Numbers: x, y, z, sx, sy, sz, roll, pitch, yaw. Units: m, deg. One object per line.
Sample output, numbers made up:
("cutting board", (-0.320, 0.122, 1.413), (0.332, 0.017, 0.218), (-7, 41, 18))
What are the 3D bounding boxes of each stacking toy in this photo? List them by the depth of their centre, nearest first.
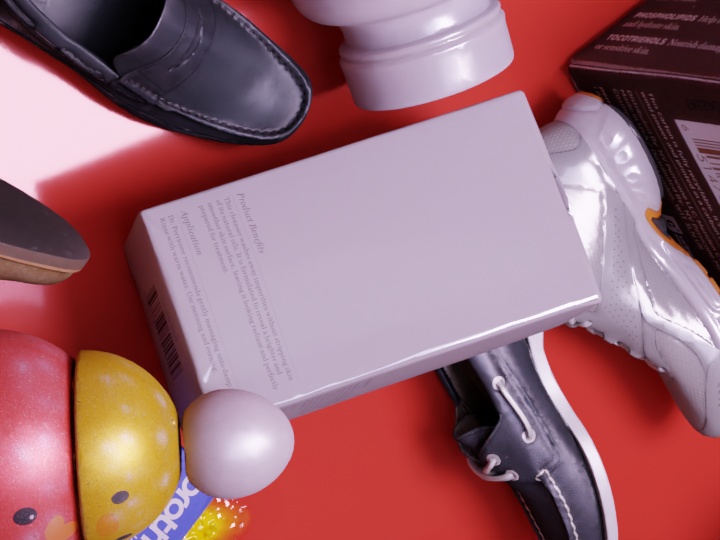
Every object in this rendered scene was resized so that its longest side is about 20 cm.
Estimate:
("stacking toy", (-0.129, 0.077, 1.118), (0.200, 0.146, 0.146), (-5, 101, 0))

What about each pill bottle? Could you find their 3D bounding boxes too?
("pill bottle", (0.008, -0.183, 1.213), (0.112, 0.112, 0.200), (-26, 109, -22))

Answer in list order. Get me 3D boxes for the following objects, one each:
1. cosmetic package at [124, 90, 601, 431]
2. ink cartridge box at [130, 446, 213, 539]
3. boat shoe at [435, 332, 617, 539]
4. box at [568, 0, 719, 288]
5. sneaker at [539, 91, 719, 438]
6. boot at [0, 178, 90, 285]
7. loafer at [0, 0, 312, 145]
("cosmetic package", (0.000, 0.000, 1.217), (0.200, 0.081, 0.113), (-16, 82, -15))
("ink cartridge box", (-0.163, 0.149, 1.210), (0.094, 0.044, 0.200), (43, 77, -28))
("boat shoe", (0.071, 0.071, 1.311), (0.060, 0.076, 0.200), (-26, 97, -23))
("box", (0.253, -0.092, 1.326), (0.200, 0.164, 0.166), (-38, 112, -18))
("sneaker", (0.129, 0.012, 1.337), (0.092, 0.076, 0.200), (-33, 104, -12))
("boot", (-0.222, -0.014, 1.153), (0.200, 0.074, 0.075), (12, 112, -26))
("loafer", (-0.103, -0.111, 1.188), (0.201, 0.070, 0.068), (27, 85, -28))
